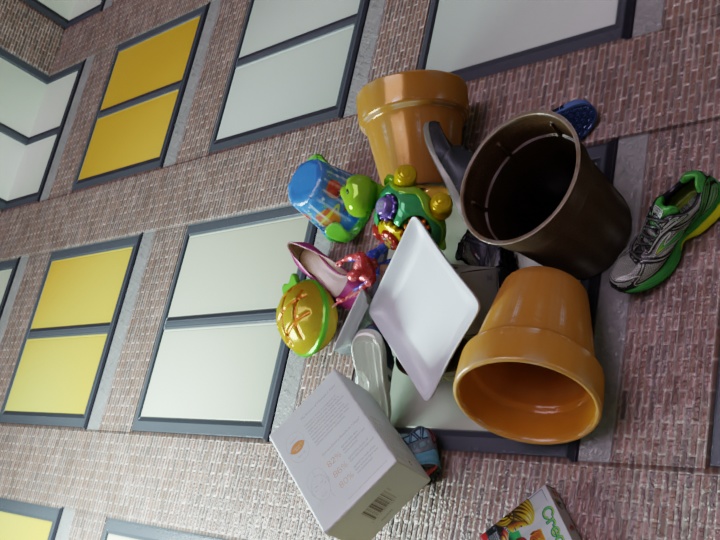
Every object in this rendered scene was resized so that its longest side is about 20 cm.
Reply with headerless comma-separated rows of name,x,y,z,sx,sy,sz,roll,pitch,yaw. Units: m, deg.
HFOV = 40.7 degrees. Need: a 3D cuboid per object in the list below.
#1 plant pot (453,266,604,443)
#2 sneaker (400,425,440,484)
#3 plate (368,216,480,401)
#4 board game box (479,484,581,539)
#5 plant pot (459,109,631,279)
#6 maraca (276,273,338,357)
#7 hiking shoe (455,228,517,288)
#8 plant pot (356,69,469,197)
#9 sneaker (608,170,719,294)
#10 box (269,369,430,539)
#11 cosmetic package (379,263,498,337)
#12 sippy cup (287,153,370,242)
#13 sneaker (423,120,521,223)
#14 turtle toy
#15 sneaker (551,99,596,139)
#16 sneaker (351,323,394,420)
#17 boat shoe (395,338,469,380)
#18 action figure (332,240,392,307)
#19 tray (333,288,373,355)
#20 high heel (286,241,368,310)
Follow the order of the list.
plant pot,0.241,0.105,1.337,0.198,0.200,0.186,-18,40,39
sneaker,0.041,0.301,1.532,0.197,0.079,0.097,-20,49,27
plate,0.099,0.056,1.461,0.201,0.032,0.202,57,136,38
board game box,0.246,0.404,1.279,0.126,0.034,0.202,-43,43,20
plant pot,0.279,-0.094,1.396,0.198,0.197,0.204,-24,53,36
maraca,-0.107,0.080,1.779,0.199,0.105,0.140,30,104,58
hiking shoe,0.190,-0.056,1.563,0.099,0.075,0.204,-22,55,33
plant pot,0.096,-0.220,1.683,0.198,0.198,0.188,-15,74,40
sneaker,0.407,-0.057,1.328,0.201,0.085,0.078,-52,41,12
box,-0.019,0.280,1.456,0.152,0.106,0.201,-45,47,7
cosmetic package,0.121,0.042,1.533,0.198,0.086,0.106,3,97,54
sippy cup,-0.064,-0.141,1.837,0.177,0.129,0.142,24,86,50
sneaker,0.176,-0.171,1.536,0.105,0.075,0.203,-29,63,10
turtle toy,0.058,-0.092,1.573,0.199,0.147,0.101,39,66,15
sneaker,0.283,-0.217,1.560,0.198,0.070,0.078,-33,31,16
sneaker,0.026,0.183,1.591,0.073,0.084,0.204,8,109,16
boat shoe,0.127,0.142,1.527,0.199,0.066,0.075,1,71,60
action figure,0.000,0.000,1.640,0.098,0.200,0.066,-26,91,20
tray,-0.003,0.094,1.630,0.022,0.200,0.109,23,86,9
high heel,-0.062,0.006,1.778,0.068,0.095,0.200,-52,41,9
